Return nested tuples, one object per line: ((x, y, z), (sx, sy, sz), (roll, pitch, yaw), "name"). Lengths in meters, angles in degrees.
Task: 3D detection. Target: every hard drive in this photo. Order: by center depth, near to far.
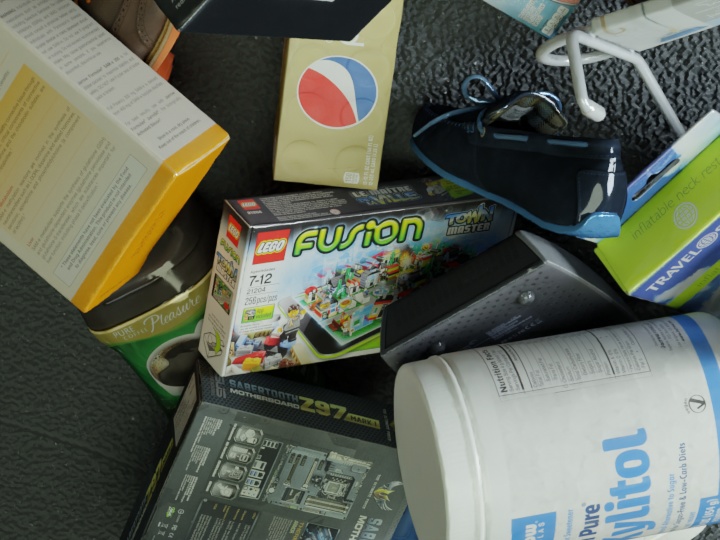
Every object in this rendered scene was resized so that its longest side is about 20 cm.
((0.101, 0.041, 1.672), (0.135, 0.042, 0.200), (-30, 151, 16), "hard drive")

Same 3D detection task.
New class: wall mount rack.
((0.213, -0.120, 1.563), (0.200, 0.174, 0.075), (-16, 77, 28), "wall mount rack")

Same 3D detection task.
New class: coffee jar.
((-0.099, 0.049, 1.701), (0.104, 0.085, 0.200), (-25, 118, 17), "coffee jar")

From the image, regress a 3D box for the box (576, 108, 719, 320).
((0.232, -0.028, 1.619), (0.122, 0.048, 0.200), (-44, 150, 21), "box")

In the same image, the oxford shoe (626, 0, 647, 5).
((0.239, -0.210, 1.552), (0.200, 0.073, 0.071), (-34, 115, 18), "oxford shoe")

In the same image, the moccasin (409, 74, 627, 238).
((0.103, -0.076, 1.583), (0.080, 0.200, 0.068), (-1, 108, -36), "moccasin")

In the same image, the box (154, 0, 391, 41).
((-0.067, -0.236, 1.427), (0.124, 0.200, 0.197), (-42, 74, 22), "box")

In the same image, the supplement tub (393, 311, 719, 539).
((0.131, 0.103, 1.596), (0.200, 0.132, 0.132), (-10, 121, -11), "supplement tub")

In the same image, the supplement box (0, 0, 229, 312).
((-0.195, -0.091, 1.576), (0.200, 0.074, 0.126), (41, 124, 5), "supplement box")

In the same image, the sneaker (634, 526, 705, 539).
((0.125, 0.164, 1.783), (0.200, 0.074, 0.116), (-30, 115, 5), "sneaker")

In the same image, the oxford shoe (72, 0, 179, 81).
((-0.140, -0.161, 1.589), (0.073, 0.071, 0.200), (18, 119, -5), "oxford shoe")

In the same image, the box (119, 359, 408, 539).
((-0.064, 0.163, 1.689), (0.157, 0.051, 0.200), (14, 121, -16), "box")

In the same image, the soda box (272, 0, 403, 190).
((-0.010, -0.153, 1.598), (0.068, 0.064, 0.200), (6, 120, -4), "soda box")

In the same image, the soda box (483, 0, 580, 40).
((0.139, -0.237, 1.545), (0.063, 0.068, 0.200), (28, 117, -16), "soda box")

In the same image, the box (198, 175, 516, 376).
((0.000, 0.000, 1.650), (0.200, 0.035, 0.110), (-8, 125, -30), "box")

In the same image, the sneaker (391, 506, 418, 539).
((0.040, 0.187, 1.748), (0.200, 0.111, 0.077), (-27, 151, 26), "sneaker")
